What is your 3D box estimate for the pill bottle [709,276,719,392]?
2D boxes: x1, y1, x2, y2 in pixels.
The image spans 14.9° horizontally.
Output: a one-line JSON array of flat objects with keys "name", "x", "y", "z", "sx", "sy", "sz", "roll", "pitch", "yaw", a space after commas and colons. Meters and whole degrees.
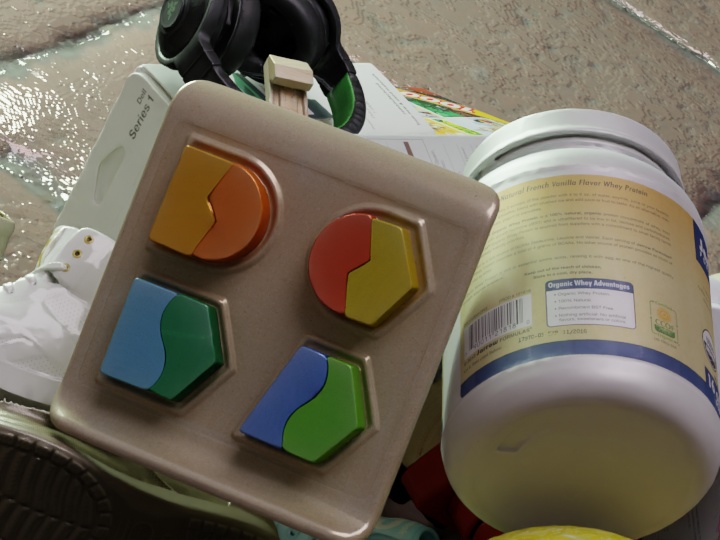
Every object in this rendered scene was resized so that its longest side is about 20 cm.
[{"name": "pill bottle", "x": 0.175, "y": 0.050, "z": 1.662, "sx": 0.112, "sy": 0.112, "sz": 0.200, "roll": 22, "pitch": 1, "yaw": -13}]

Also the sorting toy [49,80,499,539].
[{"name": "sorting toy", "x": -0.047, "y": 0.018, "z": 1.415, "sx": 0.185, "sy": 0.200, "sz": 0.036, "roll": 21, "pitch": -5, "yaw": 15}]

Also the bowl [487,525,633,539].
[{"name": "bowl", "x": 0.088, "y": 0.207, "z": 1.417, "sx": 0.200, "sy": 0.200, "sz": 0.108, "roll": 18, "pitch": 17, "yaw": -19}]

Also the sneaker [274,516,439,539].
[{"name": "sneaker", "x": 0.006, "y": 0.157, "z": 1.523, "sx": 0.200, "sy": 0.082, "sz": 0.074, "roll": 36, "pitch": 29, "yaw": 13}]

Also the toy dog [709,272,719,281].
[{"name": "toy dog", "x": 0.268, "y": 0.055, "z": 1.830, "sx": 0.194, "sy": 0.140, "sz": 0.200, "roll": 21, "pitch": 14, "yaw": 9}]

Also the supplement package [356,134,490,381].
[{"name": "supplement package", "x": 0.000, "y": 0.000, "z": 1.581, "sx": 0.200, "sy": 0.117, "sz": 0.117, "roll": -2, "pitch": 57, "yaw": -31}]

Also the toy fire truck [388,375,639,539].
[{"name": "toy fire truck", "x": 0.118, "y": 0.152, "z": 1.543, "sx": 0.176, "sy": 0.129, "sz": 0.200, "roll": 36, "pitch": 20, "yaw": -54}]

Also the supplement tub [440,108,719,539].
[{"name": "supplement tub", "x": 0.113, "y": 0.028, "z": 1.448, "sx": 0.144, "sy": 0.144, "sz": 0.200, "roll": 18, "pitch": 46, "yaw": -18}]

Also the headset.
[{"name": "headset", "x": -0.078, "y": -0.139, "z": 1.655, "sx": 0.123, "sy": 0.094, "sz": 0.200, "roll": 0, "pitch": 55, "yaw": -47}]

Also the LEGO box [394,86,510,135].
[{"name": "LEGO box", "x": 0.049, "y": -0.063, "z": 1.846, "sx": 0.149, "sy": 0.077, "sz": 0.200, "roll": -1, "pitch": 18, "yaw": -44}]

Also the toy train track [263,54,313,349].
[{"name": "toy train track", "x": -0.033, "y": -0.041, "z": 1.487, "sx": 0.114, "sy": 0.033, "sz": 0.200, "roll": 11, "pitch": 51, "yaw": -20}]

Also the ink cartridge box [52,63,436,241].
[{"name": "ink cartridge box", "x": -0.072, "y": -0.050, "z": 1.717, "sx": 0.200, "sy": 0.146, "sz": 0.084, "roll": -6, "pitch": 44, "yaw": -45}]

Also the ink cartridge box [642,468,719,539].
[{"name": "ink cartridge box", "x": 0.252, "y": 0.124, "z": 1.668, "sx": 0.083, "sy": 0.200, "sz": 0.146, "roll": 23, "pitch": 30, "yaw": -10}]

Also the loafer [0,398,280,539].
[{"name": "loafer", "x": -0.137, "y": 0.120, "z": 1.470, "sx": 0.200, "sy": 0.076, "sz": 0.067, "roll": 24, "pitch": 22, "yaw": -13}]

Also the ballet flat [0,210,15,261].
[{"name": "ballet flat", "x": -0.269, "y": -0.069, "z": 1.658, "sx": 0.069, "sy": 0.070, "sz": 0.200, "roll": -4, "pitch": 43, "yaw": -45}]

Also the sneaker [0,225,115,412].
[{"name": "sneaker", "x": -0.195, "y": 0.024, "z": 1.518, "sx": 0.200, "sy": 0.074, "sz": 0.116, "roll": 18, "pitch": 60, "yaw": -15}]
